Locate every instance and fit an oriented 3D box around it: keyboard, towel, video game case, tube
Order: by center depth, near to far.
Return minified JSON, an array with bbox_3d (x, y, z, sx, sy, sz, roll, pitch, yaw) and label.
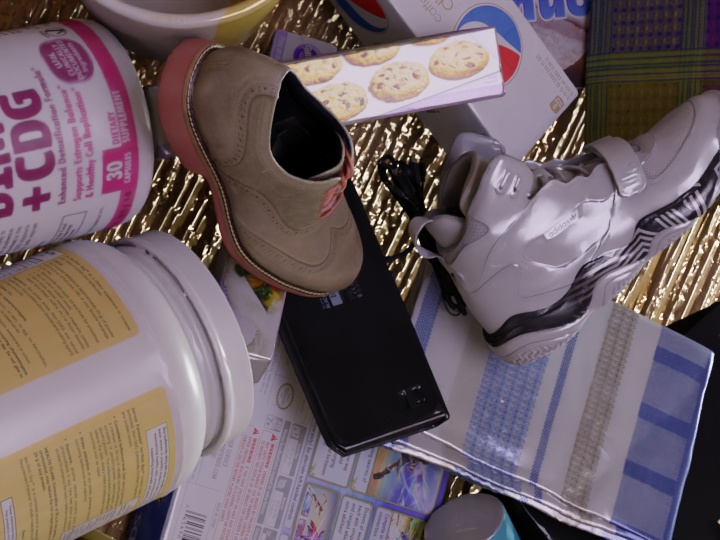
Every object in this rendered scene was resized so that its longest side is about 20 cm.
[{"bbox_3d":[0.000,0.000,1.347,0.127,0.021,0.201,-16,76,-23],"label":"keyboard"},{"bbox_3d":[-0.037,0.127,1.363,0.181,0.045,0.201,21,80,-32],"label":"video game case"},{"bbox_3d":[0.108,0.073,1.386,0.199,0.024,0.147,24,65,-13],"label":"towel"},{"bbox_3d":[0.190,-0.137,1.412,0.023,0.143,0.201,2,90,-38],"label":"towel"},{"bbox_3d":[0.095,0.223,1.422,0.201,0.077,0.050,65,31,-32],"label":"tube"}]

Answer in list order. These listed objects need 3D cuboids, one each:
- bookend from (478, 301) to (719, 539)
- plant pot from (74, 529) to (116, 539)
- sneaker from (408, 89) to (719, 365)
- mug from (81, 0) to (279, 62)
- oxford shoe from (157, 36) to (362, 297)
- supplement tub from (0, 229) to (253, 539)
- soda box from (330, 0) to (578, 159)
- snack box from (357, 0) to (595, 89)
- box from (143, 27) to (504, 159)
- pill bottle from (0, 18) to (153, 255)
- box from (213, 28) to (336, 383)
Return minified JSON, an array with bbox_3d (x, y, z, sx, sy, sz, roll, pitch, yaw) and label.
[{"bbox_3d":[0.201,0.161,1.460,0.200,0.092,0.199,-40,93,-25],"label":"bookend"},{"bbox_3d":[-0.150,0.275,1.221,0.194,0.195,0.201,-41,122,-25],"label":"plant pot"},{"bbox_3d":[0.121,-0.050,1.330,0.200,0.075,0.115,-45,113,0],"label":"sneaker"},{"bbox_3d":[-0.080,-0.168,1.233,0.186,0.153,0.150,35,78,2],"label":"mug"},{"bbox_3d":[-0.034,-0.043,1.212,0.200,0.074,0.071,52,53,-52],"label":"oxford shoe"},{"bbox_3d":[-0.171,0.070,1.214,0.199,0.145,0.146,-24,105,-30],"label":"supplement tub"},{"bbox_3d":[0.038,-0.154,1.360,0.068,0.064,0.200,-48,114,-21],"label":"soda box"},{"bbox_3d":[0.087,-0.143,1.443,0.199,0.024,0.072,-9,96,-32],"label":"snack box"},{"bbox_3d":[-0.020,-0.098,1.283,0.199,0.039,0.042,-10,95,-14],"label":"box"},{"bbox_3d":[-0.216,-0.058,1.195,0.199,0.113,0.114,-16,101,-32],"label":"pill bottle"},{"bbox_3d":[-0.052,-0.037,1.311,0.039,0.041,0.201,16,65,-10],"label":"box"}]
